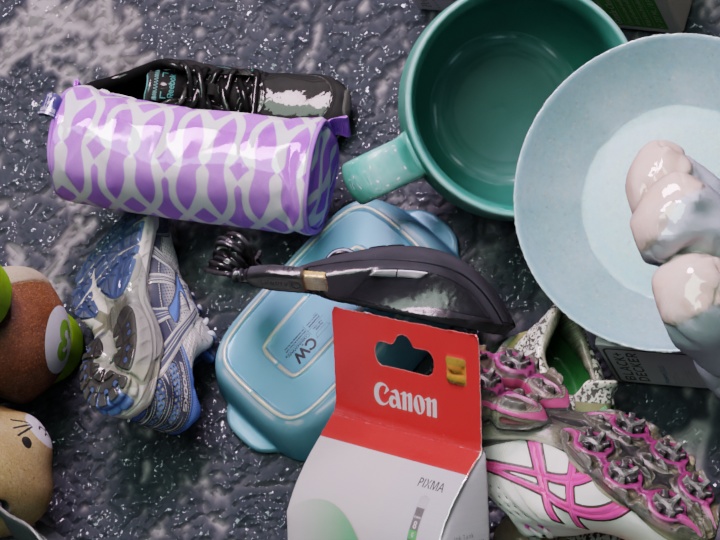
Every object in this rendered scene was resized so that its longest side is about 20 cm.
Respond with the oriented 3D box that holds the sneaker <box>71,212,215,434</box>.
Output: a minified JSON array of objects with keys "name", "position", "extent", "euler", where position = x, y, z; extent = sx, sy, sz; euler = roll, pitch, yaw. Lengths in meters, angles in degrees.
[{"name":"sneaker","position":[-0.142,0.037,1.796],"extent":[0.077,0.085,0.201],"euler":[-38,34,29]}]

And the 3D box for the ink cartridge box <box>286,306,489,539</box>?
[{"name":"ink cartridge box","position":[0.014,0.132,1.608],"extent":[0.161,0.050,0.201],"euler":[10,107,55]}]

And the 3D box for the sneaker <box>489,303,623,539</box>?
[{"name":"sneaker","position":[0.135,0.106,1.627],"extent":[0.076,0.089,0.201],"euler":[-9,58,-22]}]

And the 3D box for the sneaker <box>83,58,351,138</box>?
[{"name":"sneaker","position":[-0.106,-0.108,1.840],"extent":[0.199,0.079,0.076],"euler":[-7,63,16]}]

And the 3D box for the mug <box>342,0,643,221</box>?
[{"name":"mug","position":[0.084,-0.110,1.721],"extent":[0.184,0.114,0.153],"euler":[7,90,-3]}]

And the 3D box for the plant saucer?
[{"name":"plant saucer","position":[0.195,-0.045,1.633],"extent":[0.200,0.039,0.202],"euler":[-4,76,15]}]

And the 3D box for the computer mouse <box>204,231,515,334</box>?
[{"name":"computer mouse","position":[0.000,0.000,1.662],"extent":[0.199,0.140,0.046],"euler":[12,90,9]}]

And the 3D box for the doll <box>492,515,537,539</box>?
[{"name":"doll","position":[0.067,0.240,1.626],"extent":[0.136,0.048,0.201],"euler":[8,67,42]}]

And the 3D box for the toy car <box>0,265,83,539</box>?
[{"name":"toy car","position":[-0.233,0.112,1.747],"extent":[0.157,0.164,0.201],"euler":[-34,68,3]}]

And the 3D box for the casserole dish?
[{"name":"casserole dish","position":[-0.017,0.034,1.763],"extent":[0.200,0.039,0.121],"euler":[-48,59,-4]}]

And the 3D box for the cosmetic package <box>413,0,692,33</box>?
[{"name":"cosmetic package","position":[0.122,-0.227,1.790],"extent":[0.199,0.108,0.085],"euler":[6,70,25]}]

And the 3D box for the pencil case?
[{"name":"pencil case","position":[-0.113,-0.076,1.776],"extent":[0.199,0.084,0.086],"euler":[11,54,11]}]

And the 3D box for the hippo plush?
[{"name":"hippo plush","position":[0.252,-0.001,1.500],"extent":[0.160,0.159,0.201],"euler":[-22,78,12]}]

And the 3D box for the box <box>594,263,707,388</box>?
[{"name":"box","position":[0.255,0.014,1.652],"extent":[0.199,0.060,0.117],"euler":[5,68,23]}]

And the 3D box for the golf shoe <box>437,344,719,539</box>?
[{"name":"golf shoe","position":[0.128,0.124,1.569],"extent":[0.200,0.072,0.093],"euler":[32,125,34]}]
